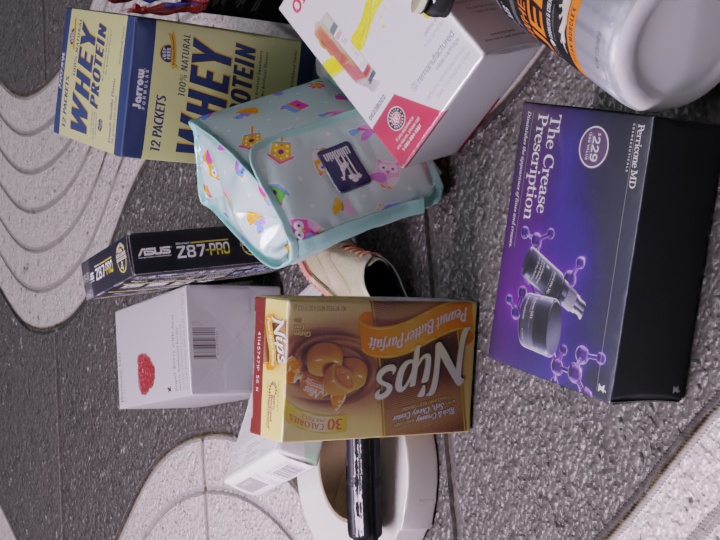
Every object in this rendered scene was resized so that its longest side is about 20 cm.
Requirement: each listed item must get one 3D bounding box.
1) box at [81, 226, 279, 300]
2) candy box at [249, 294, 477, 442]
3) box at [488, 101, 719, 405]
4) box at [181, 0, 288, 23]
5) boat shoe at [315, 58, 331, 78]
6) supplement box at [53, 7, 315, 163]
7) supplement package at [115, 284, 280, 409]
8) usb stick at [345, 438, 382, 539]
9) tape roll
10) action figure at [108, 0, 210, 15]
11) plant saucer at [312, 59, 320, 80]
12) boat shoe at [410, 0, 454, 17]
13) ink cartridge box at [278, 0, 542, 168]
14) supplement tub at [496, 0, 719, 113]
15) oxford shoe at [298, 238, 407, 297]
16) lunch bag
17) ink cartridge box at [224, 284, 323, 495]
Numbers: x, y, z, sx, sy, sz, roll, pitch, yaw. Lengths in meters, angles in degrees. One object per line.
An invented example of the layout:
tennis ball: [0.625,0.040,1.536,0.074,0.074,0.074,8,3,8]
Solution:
box: [-0.177,-0.010,1.348,0.161,0.199,0.049,-23,76,60]
candy box: [0.006,0.081,1.071,0.055,0.199,0.116,6,94,53]
box: [0.176,-0.017,0.931,0.141,0.079,0.201,17,102,53]
box: [-0.088,-0.350,1.280,0.200,0.141,0.079,-50,48,43]
boat shoe: [0.002,-0.259,1.220,0.202,0.065,0.075,-52,48,42]
supplement box: [-0.185,-0.188,1.310,0.200,0.199,0.135,21,106,55]
supplement package: [-0.185,0.090,1.437,0.200,0.119,0.122,-18,74,56]
usb stick: [0.002,0.144,1.138,0.055,0.032,0.201,-95,4,-85]
tape roll: [0.002,0.188,1.221,0.203,0.037,0.204,-7,82,57]
action figure: [-0.216,-0.287,1.248,0.200,0.099,0.066,18,108,49]
plant saucer: [-0.091,-0.138,1.380,0.201,0.039,0.202,-4,85,56]
boat shoe: [0.089,-0.271,1.010,0.074,0.063,0.202,-54,12,52]
ink cartridge box: [0.037,-0.213,1.094,0.200,0.083,0.145,54,135,17]
supplement tub: [0.173,-0.207,0.903,0.200,0.122,0.123,51,129,46]
oxford shoe: [0.000,0.000,1.206,0.200,0.071,0.074,54,135,29]
lunch bag: [-0.042,-0.089,1.171,0.200,0.170,0.122,39,142,48]
ink cartridge box: [-0.068,0.116,1.282,0.161,0.050,0.201,-39,30,59]
